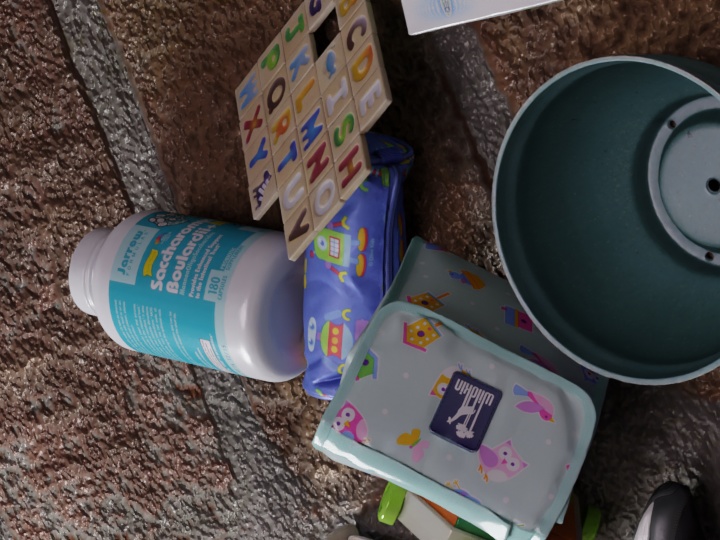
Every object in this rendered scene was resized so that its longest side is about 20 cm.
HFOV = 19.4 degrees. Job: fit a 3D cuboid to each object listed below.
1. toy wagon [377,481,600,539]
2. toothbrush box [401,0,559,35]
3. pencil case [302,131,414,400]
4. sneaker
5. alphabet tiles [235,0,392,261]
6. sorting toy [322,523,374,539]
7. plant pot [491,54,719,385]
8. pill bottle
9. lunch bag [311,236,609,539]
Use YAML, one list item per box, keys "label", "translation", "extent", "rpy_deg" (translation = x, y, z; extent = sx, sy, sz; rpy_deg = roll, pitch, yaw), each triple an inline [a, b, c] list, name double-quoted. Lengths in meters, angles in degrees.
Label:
- label: "toy wagon"
  translation: [0.089, 0.171, 1.418]
  extent: [0.154, 0.200, 0.040]
  rpy_deg: [20, 109, -4]
- label: "toothbrush box"
  translation: [0.087, -0.269, 1.372]
  extent: [0.145, 0.086, 0.202]
  rpy_deg: [-7, 99, 39]
- label: "pencil case"
  translation: [0.000, 0.000, 1.517]
  extent: [0.086, 0.078, 0.202]
  rpy_deg: [15, 111, 41]
- label: "sneaker"
  translation: [0.239, 0.233, 1.413]
  extent: [0.084, 0.074, 0.202]
  rpy_deg: [-4, 109, 32]
- label: "alphabet tiles"
  translation: [-0.035, -0.111, 1.485]
  extent: [0.167, 0.008, 0.201]
  rpy_deg: [-48, 37, 35]
- label: "sorting toy"
  translation: [0.020, 0.279, 1.515]
  extent: [0.199, 0.180, 0.108]
  rpy_deg: [13, 110, 35]
- label: "plant pot"
  translation: [0.200, -0.044, 1.316]
  extent: [0.199, 0.134, 0.202]
  rpy_deg: [12, 110, 34]
- label: "pill bottle"
  translation: [-0.126, 0.015, 1.596]
  extent: [0.199, 0.111, 0.112]
  rpy_deg: [10, 108, 34]
- label: "lunch bag"
  translation: [0.069, 0.088, 1.382]
  extent: [0.169, 0.200, 0.122]
  rpy_deg: [27, 120, 3]
